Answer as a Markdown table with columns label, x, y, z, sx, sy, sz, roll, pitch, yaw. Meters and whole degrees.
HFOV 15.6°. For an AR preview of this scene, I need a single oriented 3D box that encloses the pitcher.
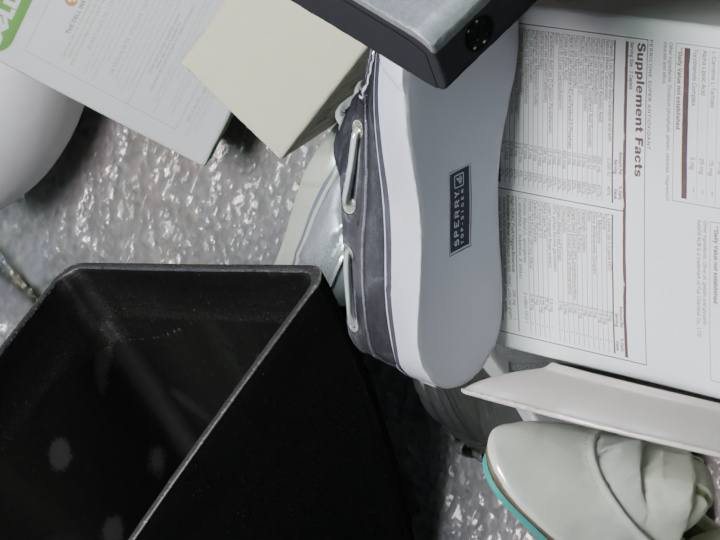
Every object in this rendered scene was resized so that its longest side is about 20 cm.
| label | x | y | z | sx | sy | sz | roll | pitch | yaw |
| --- | --- | --- | --- | --- | --- | --- | --- | --- | --- |
| pitcher | -0.218 | -0.148 | 1.495 | 0.171 | 0.121 | 0.201 | 35 | 101 | 33 |

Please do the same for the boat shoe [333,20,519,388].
| label | x | y | z | sx | sy | sz | roll | pitch | yaw |
| --- | --- | --- | --- | --- | --- | --- | --- | --- | --- |
| boat shoe | 0.020 | -0.053 | 1.073 | 0.067 | 0.071 | 0.202 | 19 | 121 | 40 |

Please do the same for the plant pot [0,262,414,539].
| label | x | y | z | sx | sy | sz | roll | pitch | yaw |
| --- | --- | --- | --- | --- | --- | --- | --- | --- | --- |
| plant pot | -0.090 | 0.130 | 1.274 | 0.199 | 0.178 | 0.200 | 0 | 44 | 46 |

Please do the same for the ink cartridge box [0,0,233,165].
| label | x | y | z | sx | sy | sz | roll | pitch | yaw |
| --- | --- | --- | --- | --- | --- | --- | --- | --- | --- |
| ink cartridge box | -0.144 | -0.151 | 1.383 | 0.104 | 0.199 | 0.059 | -60 | 8 | 20 |

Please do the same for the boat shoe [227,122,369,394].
| label | x | y | z | sx | sy | sz | roll | pitch | yaw |
| --- | --- | --- | --- | --- | --- | --- | --- | --- | --- |
| boat shoe | -0.001 | 0.000 | 1.320 | 0.071 | 0.070 | 0.202 | 37 | 114 | 27 |

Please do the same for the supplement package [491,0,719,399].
| label | x | y | z | sx | sy | sz | roll | pitch | yaw |
| --- | --- | --- | --- | --- | --- | --- | --- | --- | --- |
| supplement package | 0.152 | -0.043 | 1.096 | 0.199 | 0.151 | 0.152 | 12 | 110 | 43 |

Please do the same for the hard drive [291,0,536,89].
| label | x | y | z | sx | sy | sz | roll | pitch | yaw |
| --- | --- | --- | --- | --- | --- | --- | --- | --- | --- |
| hard drive | 0.051 | -0.171 | 1.012 | 0.200 | 0.033 | 0.139 | -44 | 52 | -16 |

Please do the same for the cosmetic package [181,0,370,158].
| label | x | y | z | sx | sy | sz | roll | pitch | yaw |
| --- | --- | --- | --- | --- | --- | --- | --- | --- | --- |
| cosmetic package | 0.011 | -0.157 | 1.231 | 0.073 | 0.103 | 0.200 | 44 | 123 | 4 |

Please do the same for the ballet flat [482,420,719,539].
| label | x | y | z | sx | sy | sz | roll | pitch | yaw |
| --- | --- | --- | --- | --- | --- | --- | --- | --- | --- |
| ballet flat | 0.139 | 0.113 | 1.103 | 0.069 | 0.200 | 0.070 | -40 | 25 | 23 |

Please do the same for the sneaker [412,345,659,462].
| label | x | y | z | sx | sy | sz | roll | pitch | yaw |
| --- | --- | --- | --- | --- | --- | --- | --- | --- | --- |
| sneaker | 0.092 | 0.087 | 1.225 | 0.201 | 0.070 | 0.099 | 61 | 161 | 3 |

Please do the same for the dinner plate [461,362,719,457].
| label | x | y | z | sx | sy | sz | roll | pitch | yaw |
| --- | --- | --- | --- | --- | --- | --- | --- | --- | --- |
| dinner plate | 0.140 | 0.063 | 1.084 | 0.199 | 0.199 | 0.024 | 13 | 91 | 43 |
